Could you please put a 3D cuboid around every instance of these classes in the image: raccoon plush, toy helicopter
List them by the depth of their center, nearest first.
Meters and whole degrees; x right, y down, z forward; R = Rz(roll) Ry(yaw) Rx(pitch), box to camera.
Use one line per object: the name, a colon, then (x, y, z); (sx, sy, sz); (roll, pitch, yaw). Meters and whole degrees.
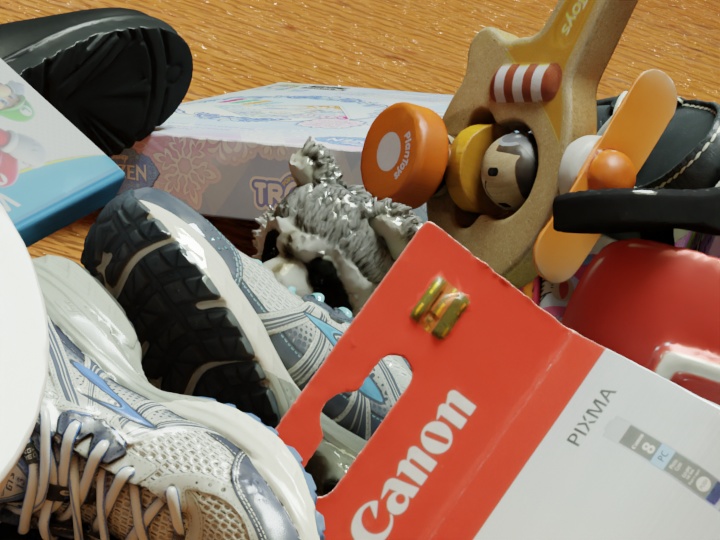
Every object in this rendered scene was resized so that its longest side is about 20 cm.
toy helicopter: (0.089, -0.080, 1.210); (0.079, 0.201, 0.132); (14, 23, -34)
raccoon plush: (0.000, 0.000, 1.261); (0.096, 0.135, 0.200); (25, 23, 9)

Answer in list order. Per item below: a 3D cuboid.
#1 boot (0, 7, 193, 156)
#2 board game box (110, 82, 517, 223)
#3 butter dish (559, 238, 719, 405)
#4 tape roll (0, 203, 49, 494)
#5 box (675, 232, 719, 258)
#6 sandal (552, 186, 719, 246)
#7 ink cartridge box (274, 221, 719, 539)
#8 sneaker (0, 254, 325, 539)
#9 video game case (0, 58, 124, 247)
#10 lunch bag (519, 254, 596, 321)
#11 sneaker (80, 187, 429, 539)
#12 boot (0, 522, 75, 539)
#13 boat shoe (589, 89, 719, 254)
boot: (-0.201, -0.104, 1.339); (0.198, 0.074, 0.162); (-24, 45, -27)
board game box: (-0.014, -0.059, 1.411); (0.199, 0.044, 0.199); (7, 12, 32)
butter dish: (0.155, 0.096, 1.129); (0.199, 0.201, 0.148); (19, 11, 0)
tape roll: (-0.212, 0.046, 0.883); (0.202, 0.139, 0.204); (14, 49, -17)
box: (0.238, 0.004, 1.308); (0.175, 0.097, 0.200); (21, 27, 0)
sandal: (0.147, -0.011, 1.126); (0.075, 0.045, 0.199); (-7, -3, 42)
ink cartridge box: (0.063, 0.100, 1.009); (0.200, 0.160, 0.047); (37, -12, -4)
sneaker: (-0.094, 0.070, 0.971); (0.085, 0.077, 0.200); (-9, 36, -44)
video game case: (-0.203, -0.072, 1.056); (0.200, 0.018, 0.143); (42, 40, 14)
lunch bag: (0.131, 0.032, 1.375); (0.175, 0.082, 0.200); (20, 23, -1)
sneaker: (-0.027, 0.045, 1.079); (0.200, 0.077, 0.086); (51, 41, -8)
boot: (-0.105, 0.098, 1.040); (0.164, 0.066, 0.200); (-5, 31, -35)
boat shoe: (0.120, -0.049, 1.280); (0.060, 0.076, 0.200); (43, -18, -8)
